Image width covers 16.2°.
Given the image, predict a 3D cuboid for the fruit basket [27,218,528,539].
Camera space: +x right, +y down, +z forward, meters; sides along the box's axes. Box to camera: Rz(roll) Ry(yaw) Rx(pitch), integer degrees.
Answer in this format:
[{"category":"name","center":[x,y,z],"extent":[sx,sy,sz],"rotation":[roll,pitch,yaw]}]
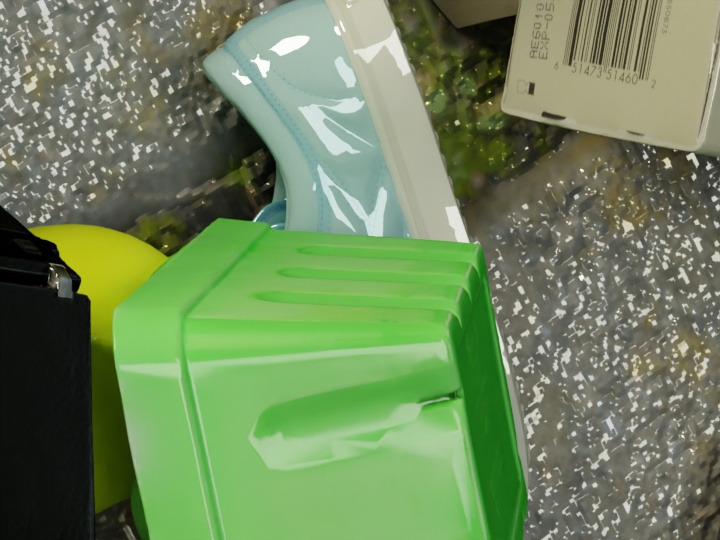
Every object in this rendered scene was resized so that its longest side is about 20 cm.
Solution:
[{"category":"fruit basket","center":[-0.057,0.053,0.775],"extent":[0.215,0.215,0.156],"rotation":[-15,99,-26]}]

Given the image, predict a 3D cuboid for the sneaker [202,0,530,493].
[{"category":"sneaker","center":[0.000,0.000,0.895],"extent":[0.082,0.074,0.201],"rotation":[-19,100,1]}]

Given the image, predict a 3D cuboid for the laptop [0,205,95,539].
[{"category":"laptop","center":[-0.169,0.023,0.647],"extent":[0.177,0.200,0.104],"rotation":[10,109,-44]}]

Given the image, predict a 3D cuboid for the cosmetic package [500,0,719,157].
[{"category":"cosmetic package","center":[0.160,-0.073,0.917],"extent":[0.199,0.103,0.074],"rotation":[5,98,-41]}]

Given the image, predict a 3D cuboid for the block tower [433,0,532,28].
[{"category":"block tower","center":[0.092,-0.180,0.944],"extent":[0.058,0.054,0.200],"rotation":[46,70,-17]}]

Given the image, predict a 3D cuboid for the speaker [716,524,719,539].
[{"category":"speaker","center":[0.159,0.163,0.950],"extent":[0.081,0.081,0.201],"rotation":[20,80,-24]}]
